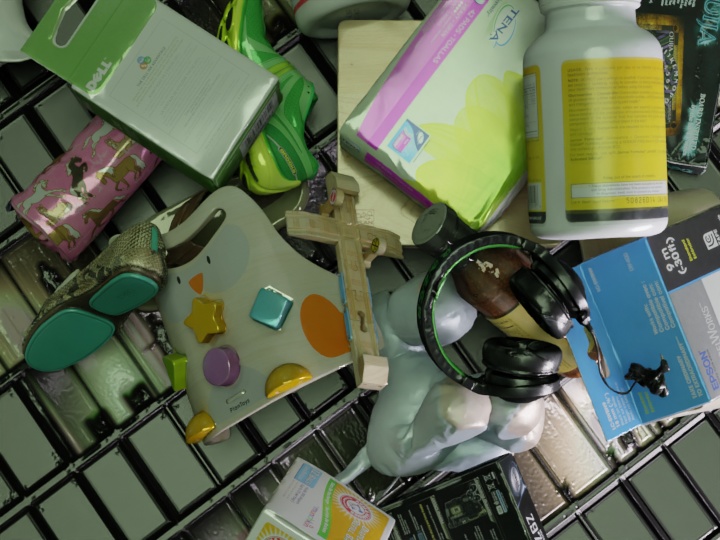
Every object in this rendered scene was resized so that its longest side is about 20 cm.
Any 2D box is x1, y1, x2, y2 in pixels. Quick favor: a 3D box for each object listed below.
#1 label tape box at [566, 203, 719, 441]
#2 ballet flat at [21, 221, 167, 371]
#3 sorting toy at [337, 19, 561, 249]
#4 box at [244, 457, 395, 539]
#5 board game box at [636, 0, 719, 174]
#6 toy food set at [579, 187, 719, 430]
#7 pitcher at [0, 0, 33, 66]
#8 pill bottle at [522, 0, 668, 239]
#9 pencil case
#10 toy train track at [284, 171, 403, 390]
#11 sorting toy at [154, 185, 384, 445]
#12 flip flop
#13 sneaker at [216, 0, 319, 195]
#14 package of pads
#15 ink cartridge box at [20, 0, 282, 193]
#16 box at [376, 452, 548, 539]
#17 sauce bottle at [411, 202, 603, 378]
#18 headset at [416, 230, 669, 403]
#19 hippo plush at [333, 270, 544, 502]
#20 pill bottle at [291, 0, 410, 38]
[{"bbox_3d":[0.266,0.037,1.140,0.198,0.063,0.146,-20,87,-33],"label":"label tape box"},{"bbox_3d":[-0.227,0.018,1.194,0.067,0.199,0.076,25,48,-30],"label":"ballet flat"},{"bbox_3d":[0.077,-0.118,1.238,0.196,0.070,0.202,0,83,0],"label":"sorting toy"},{"bbox_3d":[-0.068,0.275,1.133,0.101,0.113,0.202,31,110,3],"label":"box"},{"bbox_3d":[0.271,-0.201,1.269,0.133,0.028,0.203,13,83,1],"label":"board game box"},{"bbox_3d":[0.264,0.032,1.234,0.141,0.060,0.203,-9,84,-13],"label":"toy food set"},{"bbox_3d":[-0.379,-0.261,1.237,0.169,0.121,0.203,-20,95,12],"label":"pitcher"},{"bbox_3d":[0.185,-0.128,1.085,0.110,0.112,0.204,-2,93,-1],"label":"pill bottle"},{"bbox_3d":[-0.222,-0.104,1.226,0.086,0.083,0.200,39,84,22],"label":"pencil case"},{"bbox_3d":[0.000,0.000,1.125,0.113,0.033,0.203,11,55,-30],"label":"toy train track"},{"bbox_3d":[-0.112,0.034,1.156,0.199,0.106,0.182,-32,80,31],"label":"sorting toy"},{"bbox_3d":[-0.135,-0.036,1.231,0.198,0.058,0.082,-30,84,-4],"label":"flip flop"},{"bbox_3d":[-0.085,-0.162,1.244,0.082,0.074,0.203,-4,71,-25],"label":"sneaker"},{"bbox_3d":[0.099,-0.144,1.171,0.154,0.068,0.201,37,84,4],"label":"package of pads"},{"bbox_3d":[-0.174,-0.164,1.162,0.199,0.059,0.105,33,81,5],"label":"ink cartridge box"},{"bbox_3d":[0.094,0.279,1.170,0.159,0.043,0.202,-26,83,23],"label":"box"},{"bbox_3d":[0.124,0.014,1.134,0.199,0.066,0.066,40,83,-27],"label":"sauce bottle"},{"bbox_3d":[0.141,0.050,1.062,0.198,0.094,0.125,23,93,-13],"label":"headset"},{"bbox_3d":[0.063,0.091,1.198,0.199,0.158,0.163,-33,60,36],"label":"hippo plush"},{"bbox_3d":[-0.025,-0.322,1.241,0.107,0.109,0.203,-13,83,-2],"label":"pill bottle"}]
